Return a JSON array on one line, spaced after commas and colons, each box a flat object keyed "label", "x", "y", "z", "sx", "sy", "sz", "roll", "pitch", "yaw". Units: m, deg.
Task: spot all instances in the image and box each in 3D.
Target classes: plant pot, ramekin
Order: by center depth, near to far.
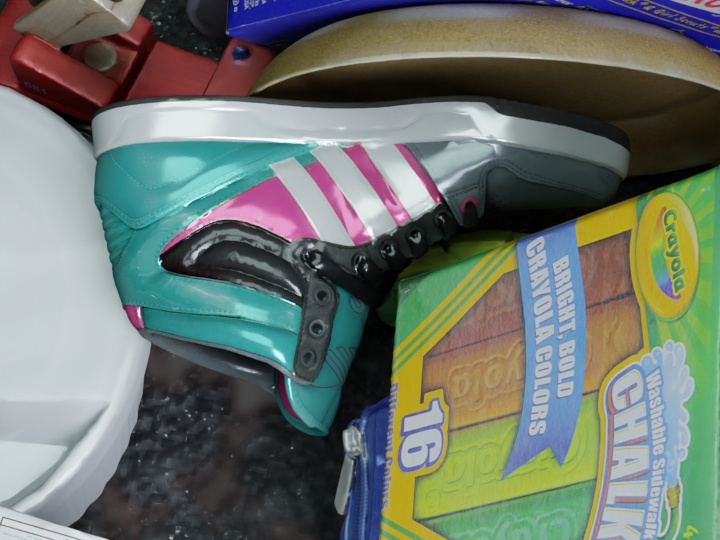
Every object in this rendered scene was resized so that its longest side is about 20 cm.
[{"label": "plant pot", "x": 0.055, "y": -0.067, "z": 0.879, "sx": 0.199, "sy": 0.200, "sz": 0.028, "roll": 1, "pitch": 80, "yaw": 4}, {"label": "ramekin", "x": -0.176, "y": 0.032, "z": 0.909, "sx": 0.202, "sy": 0.094, "sz": 0.203, "roll": -1, "pitch": 67, "yaw": 2}]

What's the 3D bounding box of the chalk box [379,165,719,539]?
[{"label": "chalk box", "x": 0.114, "y": 0.053, "z": 0.711, "sx": 0.124, "sy": 0.200, "sz": 0.125, "roll": 21, "pitch": 63, "yaw": -33}]

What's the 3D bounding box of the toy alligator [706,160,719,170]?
[{"label": "toy alligator", "x": 0.181, "y": -0.068, "z": 0.951, "sx": 0.200, "sy": 0.054, "sz": 0.059, "roll": -36, "pitch": 70, "yaw": -11}]

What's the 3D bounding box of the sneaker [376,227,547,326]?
[{"label": "sneaker", "x": 0.093, "y": 0.029, "z": 0.901, "sx": 0.199, "sy": 0.074, "sz": 0.084, "roll": 9, "pitch": 95, "yaw": 22}]

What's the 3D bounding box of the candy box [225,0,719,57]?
[{"label": "candy box", "x": 0.077, "y": -0.121, "z": 0.868, "sx": 0.200, "sy": 0.169, "sz": 0.077, "roll": -6, "pitch": 78, "yaw": 44}]

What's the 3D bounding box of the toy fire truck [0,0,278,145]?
[{"label": "toy fire truck", "x": -0.116, "y": -0.101, "z": 0.935, "sx": 0.199, "sy": 0.141, "sz": 0.049, "roll": 20, "pitch": 70, "yaw": 11}]

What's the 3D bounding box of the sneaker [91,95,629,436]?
[{"label": "sneaker", "x": 0.000, "y": 0.000, "z": 0.845, "sx": 0.199, "sy": 0.084, "sz": 0.121, "roll": 0, "pitch": 81, "yaw": 0}]

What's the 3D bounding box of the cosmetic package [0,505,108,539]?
[{"label": "cosmetic package", "x": -0.099, "y": 0.154, "z": 0.797, "sx": 0.050, "sy": 0.200, "sz": 0.083, "roll": 16, "pitch": 70, "yaw": 10}]

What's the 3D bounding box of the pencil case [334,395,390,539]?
[{"label": "pencil case", "x": 0.025, "y": 0.135, "z": 0.797, "sx": 0.087, "sy": 0.078, "sz": 0.201, "roll": 16, "pitch": 64, "yaw": -20}]

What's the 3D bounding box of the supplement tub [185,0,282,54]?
[{"label": "supplement tub", "x": -0.030, "y": -0.195, "z": 0.988, "sx": 0.107, "sy": 0.107, "sz": 0.201, "roll": 2, "pitch": 67, "yaw": 4}]
